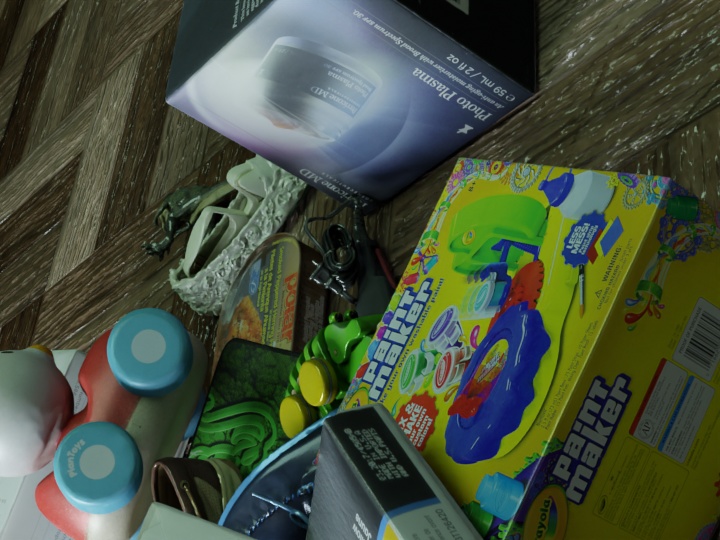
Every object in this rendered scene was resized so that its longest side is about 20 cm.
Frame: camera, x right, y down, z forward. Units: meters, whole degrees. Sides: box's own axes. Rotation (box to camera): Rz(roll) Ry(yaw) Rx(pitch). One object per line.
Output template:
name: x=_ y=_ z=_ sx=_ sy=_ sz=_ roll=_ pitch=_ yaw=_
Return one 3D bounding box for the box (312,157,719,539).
box: x=0.103 y=0.059 z=0.760 sx=0.192 sy=0.122 sz=0.201 roll=13 pitch=76 yaw=61

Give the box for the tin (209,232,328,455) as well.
tin: x=-0.072 y=0.061 z=1.126 sx=0.112 sy=0.042 sz=0.201 roll=-38 pitch=36 yaw=42

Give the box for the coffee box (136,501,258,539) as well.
coffee box: x=-0.070 y=0.218 z=0.810 sx=0.079 sy=0.200 sz=0.115 roll=15 pitch=72 yaw=22

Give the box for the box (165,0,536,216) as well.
box: x=-0.006 y=-0.168 z=1.056 sx=0.198 sy=0.199 sz=0.124 roll=-34 pitch=39 yaw=41

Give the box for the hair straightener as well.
hair straightener: x=0.000 y=0.000 z=1.022 sx=0.041 sy=0.077 sz=0.200 roll=-50 pitch=31 yaw=24

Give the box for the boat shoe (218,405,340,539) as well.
boat shoe: x=-0.014 y=0.137 z=0.909 sx=0.200 sy=0.084 sz=0.069 roll=-45 pitch=51 yaw=17

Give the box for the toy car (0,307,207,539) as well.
toy car: x=-0.233 y=0.099 z=1.074 sx=0.184 sy=0.199 sz=0.178 roll=97 pitch=-166 yaw=-70

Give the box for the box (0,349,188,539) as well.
box: x=-0.268 y=0.184 z=1.231 sx=0.199 sy=0.130 sz=0.201 roll=-7 pitch=59 yaw=56

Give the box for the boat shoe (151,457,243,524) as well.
boat shoe: x=-0.117 y=0.225 z=0.978 sx=0.072 sy=0.072 sz=0.201 roll=-25 pitch=61 yaw=40

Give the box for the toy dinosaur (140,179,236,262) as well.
toy dinosaur: x=-0.158 y=-0.050 z=1.358 sx=0.200 sy=0.047 sz=0.088 roll=-11 pitch=49 yaw=51

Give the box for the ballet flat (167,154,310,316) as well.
ballet flat: x=-0.102 y=-0.050 z=1.244 sx=0.200 sy=0.072 sz=0.072 roll=-57 pitch=29 yaw=5

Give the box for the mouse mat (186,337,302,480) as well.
mouse mat: x=-0.063 y=0.137 z=1.020 sx=0.199 sy=0.008 sz=0.162 roll=9 pitch=78 yaw=48

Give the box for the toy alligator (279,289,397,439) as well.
toy alligator: x=-0.011 y=0.054 z=0.918 sx=0.054 sy=0.059 sz=0.200 roll=58 pitch=140 yaw=28

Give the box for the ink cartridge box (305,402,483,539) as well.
ink cartridge box: x=0.028 y=0.202 z=0.682 sx=0.198 sy=0.047 sz=0.201 roll=50 pitch=140 yaw=44
